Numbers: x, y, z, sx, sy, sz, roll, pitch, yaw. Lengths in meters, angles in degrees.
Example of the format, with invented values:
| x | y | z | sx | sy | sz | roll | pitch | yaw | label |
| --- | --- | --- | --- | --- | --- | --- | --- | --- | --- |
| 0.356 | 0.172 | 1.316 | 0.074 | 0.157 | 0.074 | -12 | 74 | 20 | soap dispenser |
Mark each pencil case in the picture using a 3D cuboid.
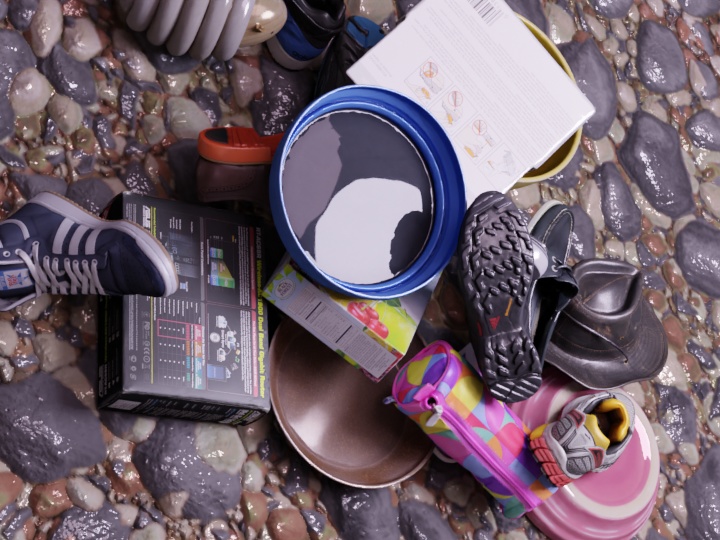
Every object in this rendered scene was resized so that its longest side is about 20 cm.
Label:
| x | y | z | sx | sy | sz | roll | pitch | yaw | label |
| --- | --- | --- | --- | --- | --- | --- | --- | --- | --- |
| 0.113 | 0.157 | 1.656 | 0.200 | 0.088 | 0.089 | 44 | 52 | -25 | pencil case |

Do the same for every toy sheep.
| x | y | z | sx | sy | sz | roll | pitch | yaw | label |
| --- | --- | --- | --- | --- | --- | --- | --- | --- | --- |
| -0.168 | -0.275 | 1.671 | 0.200 | 0.138 | 0.138 | 17 | 61 | -10 | toy sheep |

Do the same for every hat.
| x | y | z | sx | sy | sz | roll | pitch | yaw | label |
| --- | --- | --- | --- | --- | --- | --- | --- | --- | --- |
| 0.252 | 0.033 | 1.800 | 0.200 | 0.081 | 0.201 | 15 | 38 | -12 | hat |

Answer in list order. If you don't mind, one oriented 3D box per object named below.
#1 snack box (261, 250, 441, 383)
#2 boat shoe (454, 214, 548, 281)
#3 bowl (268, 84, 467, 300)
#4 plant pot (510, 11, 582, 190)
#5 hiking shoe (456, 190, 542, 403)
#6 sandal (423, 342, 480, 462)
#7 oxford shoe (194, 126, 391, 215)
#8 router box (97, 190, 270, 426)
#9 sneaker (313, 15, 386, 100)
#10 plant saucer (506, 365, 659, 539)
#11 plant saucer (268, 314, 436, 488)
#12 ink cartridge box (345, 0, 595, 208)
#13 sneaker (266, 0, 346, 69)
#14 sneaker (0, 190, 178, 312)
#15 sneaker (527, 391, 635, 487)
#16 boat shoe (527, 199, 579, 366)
| x | y | z | sx | sy | sz | roll | pitch | yaw | label |
| --- | --- | --- | --- | --- | --- | --- | --- | --- | --- |
| 0.000 | 0.000 | 1.661 | 0.142 | 0.053 | 0.200 | 39 | 34 | -7 | snack box |
| 0.129 | -0.042 | 1.722 | 0.066 | 0.200 | 0.070 | -48 | 119 | -16 | boat shoe |
| 0.006 | -0.071 | 1.583 | 0.200 | 0.039 | 0.201 | 4 | 81 | -29 | bowl |
| 0.111 | -0.159 | 1.790 | 0.200 | 0.142 | 0.201 | 13 | 63 | -28 | plant pot |
| 0.123 | 0.022 | 1.626 | 0.076 | 0.101 | 0.201 | -6 | 98 | -10 | hiking shoe |
| 0.128 | 0.110 | 1.745 | 0.082 | 0.050 | 0.203 | 45 | 53 | -9 | sandal |
| -0.063 | -0.092 | 1.632 | 0.199 | 0.073 | 0.071 | 4 | 24 | -18 | oxford shoe |
| -0.164 | 0.036 | 1.579 | 0.150 | 0.062 | 0.201 | 10 | 65 | -29 | router box |
| -0.011 | -0.161 | 1.740 | 0.073 | 0.082 | 0.200 | 20 | 54 | -18 | sneaker |
| 0.240 | 0.191 | 1.784 | 0.200 | 0.051 | 0.201 | 13 | 65 | -28 | plant saucer |
| -0.010 | 0.118 | 1.662 | 0.200 | 0.037 | 0.201 | 14 | 63 | -28 | plant saucer |
| 0.106 | -0.174 | 1.679 | 0.174 | 0.044 | 0.200 | -43 | 97 | -12 | ink cartridge box |
| -0.081 | -0.316 | 1.751 | 0.077 | 0.111 | 0.200 | -22 | 83 | -39 | sneaker |
| -0.255 | -0.001 | 1.479 | 0.108 | 0.200 | 0.070 | -36 | 132 | -34 | sneaker |
| 0.241 | 0.160 | 1.690 | 0.078 | 0.082 | 0.200 | 60 | 26 | 4 | sneaker |
| 0.186 | 0.021 | 1.719 | 0.075 | 0.066 | 0.200 | 51 | 58 | -44 | boat shoe |
